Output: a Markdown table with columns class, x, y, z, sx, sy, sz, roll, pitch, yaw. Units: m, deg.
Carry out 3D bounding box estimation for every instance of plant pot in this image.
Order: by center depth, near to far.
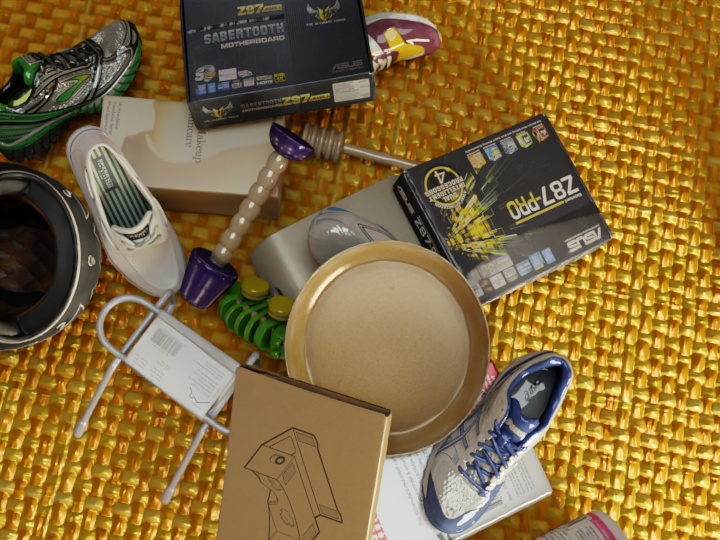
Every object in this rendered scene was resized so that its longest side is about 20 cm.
| class | x | y | z | sx | sy | sz | roll | pitch | yaw |
| --- | --- | --- | --- | --- | --- | --- | --- | --- | --- |
| plant pot | 0.025 | 0.074 | 0.933 | 0.195 | 0.027 | 0.205 | 0 | 89 | 2 |

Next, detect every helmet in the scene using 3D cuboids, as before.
| class | x | y | z | sx | sy | sz | roll | pitch | yaw |
| --- | --- | --- | --- | --- | --- | --- | --- | --- | --- |
| helmet | -0.355 | -0.014 | 0.951 | 0.188 | 0.199 | 0.205 | 2 | 71 | -41 |

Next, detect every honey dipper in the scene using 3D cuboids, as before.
| class | x | y | z | sx | sy | sz | roll | pitch | yaw |
| --- | --- | --- | --- | --- | --- | --- | --- | --- | --- |
| honey dipper | 0.029 | -0.123 | 1.090 | 0.196 | 0.038 | 0.039 | 15 | 74 | -4 |

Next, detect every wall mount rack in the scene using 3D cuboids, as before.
| class | x | y | z | sx | sy | sz | roll | pitch | yaw |
| --- | --- | --- | --- | --- | --- | --- | --- | --- | --- |
| wall mount rack | -0.197 | 0.125 | 0.991 | 0.198 | 0.075 | 0.175 | 34 | 72 | 5 |

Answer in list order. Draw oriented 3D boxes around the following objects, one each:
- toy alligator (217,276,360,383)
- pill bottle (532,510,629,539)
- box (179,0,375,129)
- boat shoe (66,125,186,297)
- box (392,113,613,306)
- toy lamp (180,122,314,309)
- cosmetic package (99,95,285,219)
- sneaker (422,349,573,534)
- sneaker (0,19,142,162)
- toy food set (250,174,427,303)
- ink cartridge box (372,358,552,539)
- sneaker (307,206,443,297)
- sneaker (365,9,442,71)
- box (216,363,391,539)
| class | x | y | z | sx | sy | sz | roll | pitch | yaw |
| --- | --- | --- | --- | --- | --- | --- | --- | --- | --- |
| toy alligator | -0.087 | 0.065 | 0.988 | 0.199 | 0.060 | 0.054 | 34 | 36 | 30 |
| pill bottle | 0.172 | 0.325 | 0.939 | 0.197 | 0.114 | 0.115 | -23 | 78 | -9 |
| box | -0.090 | -0.242 | 1.034 | 0.195 | 0.051 | 0.161 | -8 | 62 | -1 |
| boat shoe | -0.234 | -0.047 | 0.978 | 0.073 | 0.067 | 0.202 | -36 | 121 | -11 |
| box | 0.154 | -0.063 | 1.054 | 0.197 | 0.049 | 0.164 | -22 | 80 | -23 |
| toy lamp | -0.121 | -0.052 | 0.991 | 0.058 | 0.058 | 0.202 | 33 | 100 | 6 |
| cosmetic package | -0.181 | -0.122 | 1.053 | 0.195 | 0.071 | 0.108 | 3 | 75 | -3 |
| sneaker | 0.126 | 0.153 | 0.908 | 0.075 | 0.088 | 0.202 | 35 | 76 | 2 |
| sneaker | -0.320 | -0.206 | 1.048 | 0.200 | 0.086 | 0.078 | -43 | 54 | -14 |
| toy food set | 0.000 | 0.000 | 1.048 | 0.197 | 0.061 | 0.145 | -27 | 79 | -19 |
| ink cartridge box | 0.069 | 0.200 | 0.980 | 0.197 | 0.084 | 0.147 | -23 | 79 | -10 |
| sneaker | 0.036 | 0.001 | 0.990 | 0.198 | 0.072 | 0.073 | 36 | 33 | -7 |
| sneaker | -0.005 | -0.235 | 1.097 | 0.195 | 0.075 | 0.092 | -2 | 73 | 5 |
| box | -0.059 | 0.207 | 0.922 | 0.160 | 0.021 | 0.205 | 14 | 104 | 22 |
